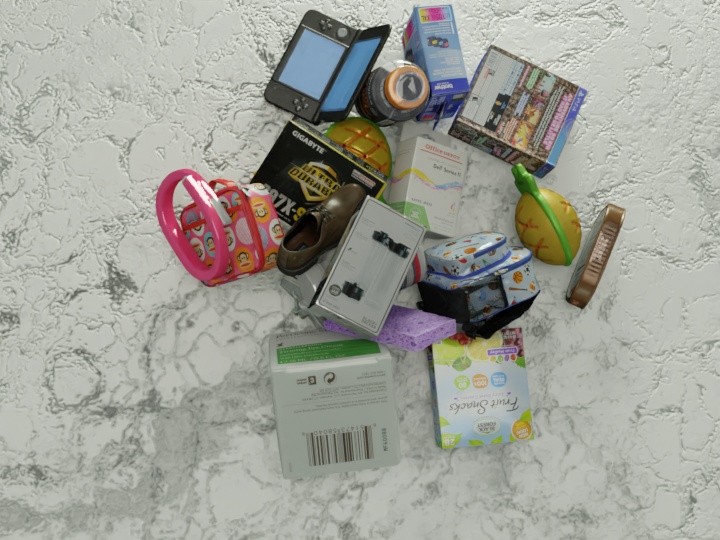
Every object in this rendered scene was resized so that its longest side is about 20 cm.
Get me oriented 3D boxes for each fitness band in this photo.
[{"bbox_3d":[-0.281,-0.076,1.581,0.037,0.144,0.200,-16,65,-43],"label":"fitness band"}]

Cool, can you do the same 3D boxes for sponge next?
[{"bbox_3d":[0.048,0.089,1.577,0.111,0.200,0.030,-20,114,-46],"label":"sponge"}]

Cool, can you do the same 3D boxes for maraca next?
[{"bbox_3d":[0.323,-0.098,1.676,0.107,0.137,0.200,-28,91,-4],"label":"maraca"},{"bbox_3d":[-0.007,-0.176,1.686,0.137,0.107,0.201,-4,90,-15],"label":"maraca"}]

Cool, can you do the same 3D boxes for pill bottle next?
[{"bbox_3d":[0.000,0.000,1.599,0.200,0.120,0.120,-24,85,-18],"label":"pill bottle"},{"bbox_3d":[0.059,-0.311,1.652,0.106,0.200,0.107,-1,94,-13],"label":"pill bottle"}]

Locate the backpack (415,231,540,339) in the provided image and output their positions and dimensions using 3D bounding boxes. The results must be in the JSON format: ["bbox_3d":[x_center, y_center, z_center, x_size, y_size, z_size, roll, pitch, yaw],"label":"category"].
[{"bbox_3d":[0.208,0.013,1.641,0.190,0.200,0.155,-14,107,-22],"label":"backpack"}]

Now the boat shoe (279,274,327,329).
[{"bbox_3d":[-0.075,0.089,1.664,0.065,0.074,0.202,-43,96,-7],"label":"boat shoe"}]

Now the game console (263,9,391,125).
[{"bbox_3d":[-0.062,-0.374,1.696,0.175,0.116,0.200,26,81,3],"label":"game console"}]

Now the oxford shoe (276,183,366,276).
[{"bbox_3d":[-0.057,-0.078,1.536,0.073,0.084,0.200,35,66,14],"label":"oxford shoe"}]

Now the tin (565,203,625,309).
[{"bbox_3d":[0.423,-0.027,1.699,0.042,0.112,0.201,22,80,8],"label":"tin"}]

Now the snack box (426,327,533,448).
[{"bbox_3d":[0.211,0.208,1.672,0.168,0.068,0.201,-5,85,-6],"label":"snack box"}]

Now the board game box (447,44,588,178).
[{"bbox_3d":[0.287,-0.290,1.727,0.199,0.097,0.160,26,81,-1],"label":"board game box"}]

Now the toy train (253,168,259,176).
[{"bbox_3d":[-0.138,-0.102,1.695,0.150,0.056,0.201,12,80,-12],"label":"toy train"}]

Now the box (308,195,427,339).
[{"bbox_3d":[0.013,-0.004,1.509,0.116,0.060,0.201,27,75,-9],"label":"box"}]

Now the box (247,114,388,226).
[{"bbox_3d":[-0.077,-0.146,1.623,0.200,0.049,0.160,33,111,-8],"label":"box"}]

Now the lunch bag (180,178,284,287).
[{"bbox_3d":[-0.221,-0.072,1.608,0.082,0.200,0.177,-18,91,-44],"label":"lunch bag"}]

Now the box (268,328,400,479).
[{"bbox_3d":[-0.047,0.213,1.573,0.198,0.171,0.201,-6,105,-5],"label":"box"}]

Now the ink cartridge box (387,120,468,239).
[{"bbox_3d":[0.122,-0.166,1.694,0.117,0.067,0.201,14,81,-28],"label":"ink cartridge box"}]

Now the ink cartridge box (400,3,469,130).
[{"bbox_3d":[0.136,-0.357,1.696,0.076,0.136,0.201,-10,80,-10],"label":"ink cartridge box"}]
